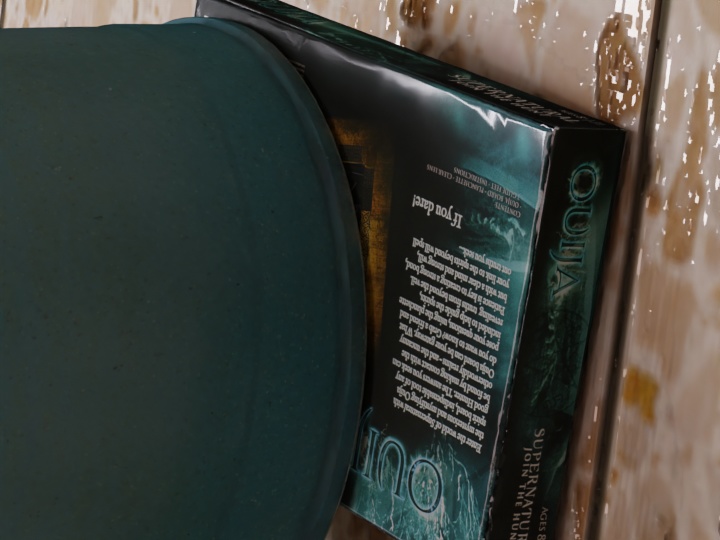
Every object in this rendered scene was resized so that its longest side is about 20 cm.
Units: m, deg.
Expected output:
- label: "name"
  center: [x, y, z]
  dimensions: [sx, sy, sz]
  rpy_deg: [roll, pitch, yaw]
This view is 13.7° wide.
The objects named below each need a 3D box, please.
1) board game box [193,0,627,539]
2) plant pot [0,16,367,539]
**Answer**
- label: "board game box"
  center: [0.000, 0.000, 0.906]
  dimensions: [0.200, 0.028, 0.136]
  rpy_deg: [27, 112, 54]
- label: "plant pot"
  center: [-0.130, 0.019, 0.906]
  dimensions: [0.200, 0.187, 0.201]
  rpy_deg: [-2, 88, 56]
